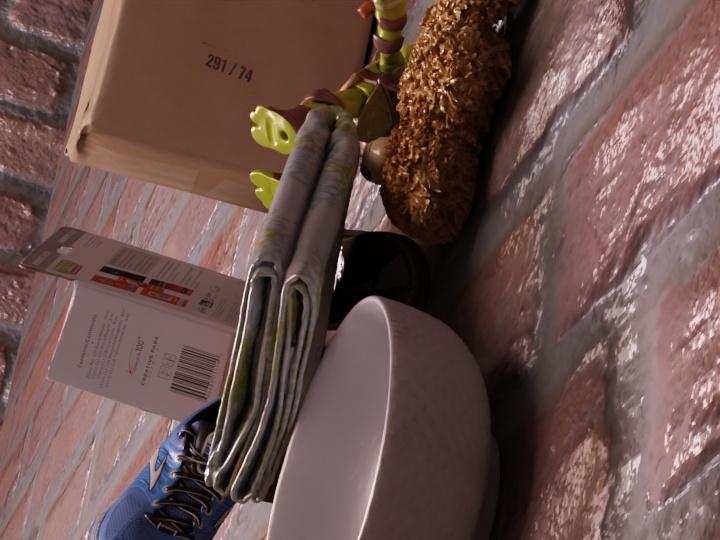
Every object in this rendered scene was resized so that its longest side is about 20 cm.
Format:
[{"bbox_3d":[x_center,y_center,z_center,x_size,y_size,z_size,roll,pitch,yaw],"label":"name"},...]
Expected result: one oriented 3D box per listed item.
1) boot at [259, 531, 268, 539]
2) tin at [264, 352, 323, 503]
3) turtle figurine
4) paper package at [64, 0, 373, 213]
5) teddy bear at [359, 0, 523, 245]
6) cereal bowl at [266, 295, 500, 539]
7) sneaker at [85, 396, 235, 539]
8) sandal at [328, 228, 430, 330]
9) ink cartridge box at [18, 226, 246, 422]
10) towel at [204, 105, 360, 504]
[{"bbox_3d":[-0.043,0.169,1.364,0.200,0.077,0.155,-90,25,-78],"label":"boot"},{"bbox_3d":[-0.061,0.094,1.586,0.200,0.042,0.112,-109,41,-67],"label":"tin"},{"bbox_3d":[0.000,-0.099,1.426,0.161,0.064,0.200,-40,-21,-34],"label":"turtle figurine"},{"bbox_3d":[-0.106,-0.155,1.689,0.103,0.200,0.191,147,136,-70],"label":"paper package"},{"bbox_3d":[0.049,-0.118,1.321,0.145,0.067,0.200,-115,43,-73],"label":"teddy bear"},{"bbox_3d":[0.018,0.118,1.151,0.200,0.083,0.200,-165,90,-76],"label":"cereal bowl"},{"bbox_3d":[-0.118,0.144,1.461,0.089,0.078,0.200,-56,5,34],"label":"sneaker"},{"bbox_3d":[0.000,0.000,1.424,0.200,0.054,0.082,4,92,61],"label":"sandal"},{"bbox_3d":[-0.178,0.040,1.732,0.200,0.175,0.084,-72,0,-81],"label":"ink cartridge box"},{"bbox_3d":[-0.041,0.020,1.300,0.200,0.048,0.171,-75,0,-59],"label":"towel"}]
